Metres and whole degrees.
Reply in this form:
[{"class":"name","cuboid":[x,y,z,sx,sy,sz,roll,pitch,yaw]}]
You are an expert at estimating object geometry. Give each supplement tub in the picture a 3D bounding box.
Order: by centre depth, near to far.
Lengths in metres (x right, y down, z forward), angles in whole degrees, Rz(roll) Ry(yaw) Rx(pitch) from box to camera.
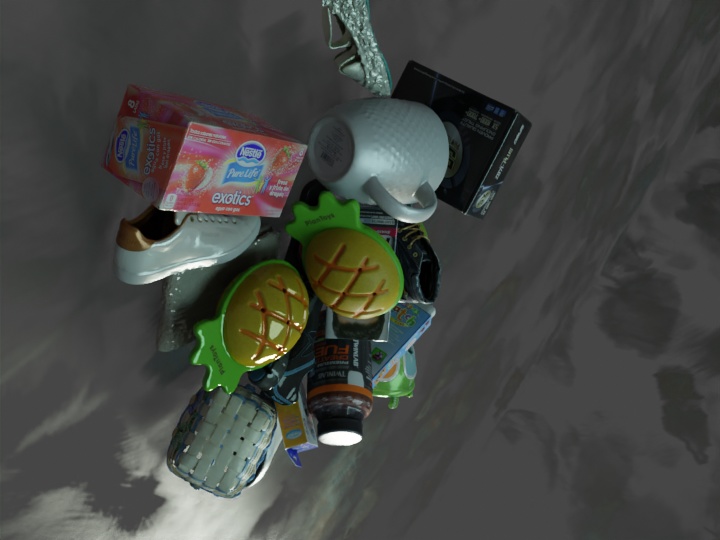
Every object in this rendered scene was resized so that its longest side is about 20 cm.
[{"class":"supplement tub","cuboid":[-0.032,0.168,1.209,0.107,0.105,0.202,71,15,-58]}]

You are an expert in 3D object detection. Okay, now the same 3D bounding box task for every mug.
[{"class":"mug","cuboid":[0.029,-0.145,1.047,0.174,0.201,0.148,-7,145,-50]}]

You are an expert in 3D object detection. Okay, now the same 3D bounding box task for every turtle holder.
[{"class":"turtle holder","cuboid":[0.057,0.180,1.519,0.184,0.140,0.134,-5,107,-48]}]

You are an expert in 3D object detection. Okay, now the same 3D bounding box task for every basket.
[{"class":"basket","cuboid":[-0.203,0.245,1.139,0.178,0.138,0.200,-62,180,-16]}]

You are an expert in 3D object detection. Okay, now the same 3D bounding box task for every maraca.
[{"class":"maraca","cuboid":[-0.142,0.071,0.995,0.200,0.106,0.138,-44,127,-33]},{"class":"maraca","cuboid":[-0.021,-0.017,1.034,0.201,0.136,0.107,59,28,-26]}]

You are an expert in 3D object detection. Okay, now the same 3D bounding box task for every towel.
[{"class":"towel","cuboid":[-0.189,0.019,1.026,0.199,0.034,0.134,-25,137,-47]}]

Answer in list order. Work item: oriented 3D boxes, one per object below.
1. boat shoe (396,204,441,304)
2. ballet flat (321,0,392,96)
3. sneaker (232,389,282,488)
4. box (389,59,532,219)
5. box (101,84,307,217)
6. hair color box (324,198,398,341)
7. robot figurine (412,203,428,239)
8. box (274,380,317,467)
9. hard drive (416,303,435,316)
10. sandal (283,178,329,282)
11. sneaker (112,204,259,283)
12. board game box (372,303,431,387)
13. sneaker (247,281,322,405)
[{"class":"boat shoe","cuboid":[0.078,-0.048,1.180,0.070,0.090,0.203,-15,101,-33]},{"class":"ballet flat","cuboid":[-0.013,-0.293,0.974,0.072,0.071,0.201,-49,147,-18]},{"class":"sneaker","cuboid":[-0.155,0.285,1.327,0.084,0.072,0.202,6,112,-59]},{"class":"box","cuboid":[0.130,-0.198,1.162,0.165,0.199,0.086,-62,155,11]},{"class":"box","cuboid":[-0.164,-0.125,0.835,0.199,0.102,0.096,-2,120,-58]},{"class":"hair color box","cuboid":[0.000,0.000,1.141,0.061,0.097,0.203,-97,-170,-73]},{"class":"robot figurine","cuboid":[0.035,-0.024,1.279,0.200,0.115,0.176,-46,144,-24]},{"class":"box","cuboid":[-0.106,0.197,1.174,0.041,0.202,0.119,-17,164,0]},{"class":"hard drive","cuboid":[0.025,0.105,1.382,0.200,0.131,0.027,-44,151,-27]},{"class":"sandal","cuboid":[-0.073,-0.040,1.150,0.075,0.045,0.202,-31,143,-46]},{"class":"sneaker","cuboid":[-0.189,-0.053,0.881,0.199,0.073,0.085,-28,144,-44]},{"class":"board game box","cuboid":[0.006,0.111,1.334,0.200,0.151,0.037,-44,153,-25]},{"class":"sneaker","cuboid":[-0.097,0.102,1.120,0.082,0.073,0.201,52,48,-32]}]
